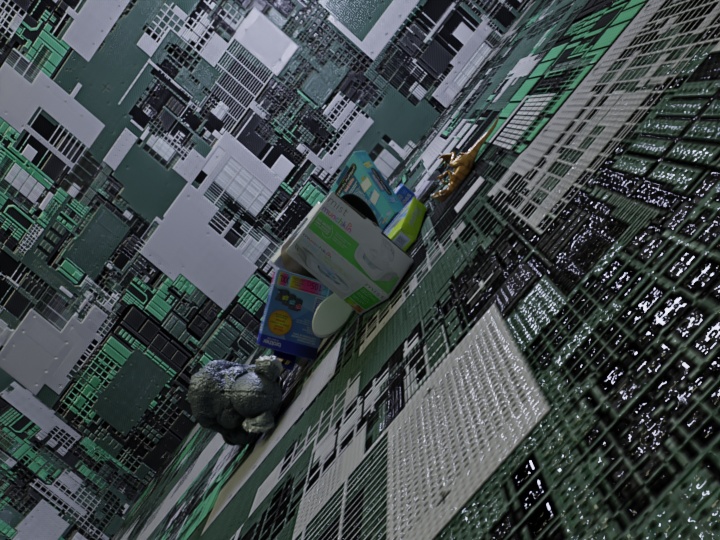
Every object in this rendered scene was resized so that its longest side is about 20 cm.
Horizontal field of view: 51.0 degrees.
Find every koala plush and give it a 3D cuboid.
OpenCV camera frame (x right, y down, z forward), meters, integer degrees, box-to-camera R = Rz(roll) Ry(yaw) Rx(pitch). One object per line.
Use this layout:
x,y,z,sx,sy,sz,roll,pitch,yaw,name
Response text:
-0.236,0.260,1.546,0.197,0.182,0.182,-7,65,44,koala plush

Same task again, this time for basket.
-0.074,-0.062,1.711,0.198,0.138,0.180,-32,4,28,basket

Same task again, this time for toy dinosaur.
0.214,-0.222,1.527,0.202,0.060,0.106,-56,29,6,toy dinosaur

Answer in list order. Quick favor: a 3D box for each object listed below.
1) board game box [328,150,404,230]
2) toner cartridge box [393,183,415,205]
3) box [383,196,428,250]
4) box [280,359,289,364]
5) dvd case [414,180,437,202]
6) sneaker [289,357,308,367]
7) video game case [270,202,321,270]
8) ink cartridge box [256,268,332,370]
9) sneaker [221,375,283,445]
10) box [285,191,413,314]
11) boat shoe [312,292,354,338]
0.016,-0.176,1.920,0.046,0.202,0.152,-13,-28,-42,board game box
0.098,-0.183,2.024,0.096,0.043,0.200,-53,4,6,toner cartridge box
0.084,-0.079,1.638,0.122,0.047,0.201,-48,8,28,box
-0.204,0.233,2.118,0.164,0.021,0.200,-51,6,9,box
0.134,-0.169,1.944,0.150,0.016,0.200,-52,5,4,dvd case
-0.140,0.129,1.779,0.071,0.079,0.202,-47,20,39,sneaker
-0.098,-0.046,1.852,0.183,0.199,0.024,-49,46,4,video game case
-0.148,0.113,1.657,0.076,0.133,0.205,171,113,-80,ink cartridge box
-0.245,0.307,1.729,0.200,0.076,0.114,-49,-2,-26,sneaker
-0.023,-0.029,1.420,0.097,0.199,0.176,-53,7,-20,box
-0.035,0.069,1.630,0.202,0.070,0.070,-57,-17,-21,boat shoe
